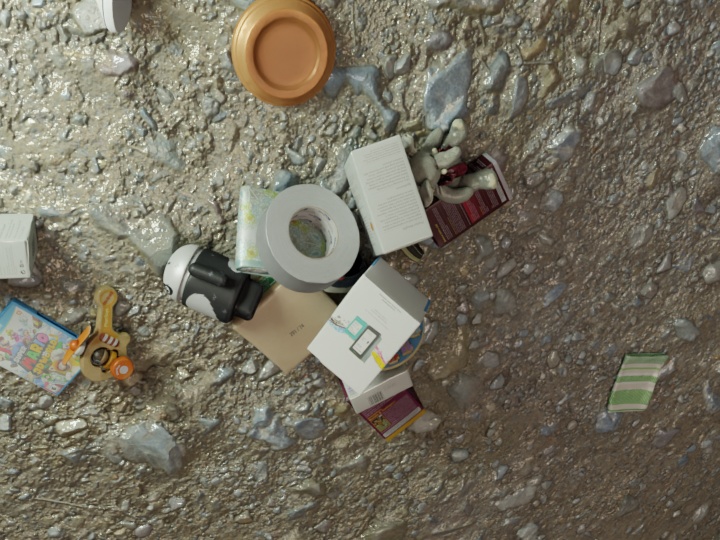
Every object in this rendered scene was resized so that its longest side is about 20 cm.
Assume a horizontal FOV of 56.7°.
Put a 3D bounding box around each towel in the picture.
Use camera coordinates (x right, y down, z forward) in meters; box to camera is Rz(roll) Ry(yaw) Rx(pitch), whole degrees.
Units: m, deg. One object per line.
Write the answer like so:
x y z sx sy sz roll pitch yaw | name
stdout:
-0.153 -0.070 1.345 0.196 0.175 0.048 9 159 -24 | towel
0.813 0.333 1.966 0.149 0.024 0.204 1 118 -18 | towel

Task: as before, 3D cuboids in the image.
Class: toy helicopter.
-0.536 0.130 1.368 0.130 0.078 0.205 -1 104 -37 | toy helicopter

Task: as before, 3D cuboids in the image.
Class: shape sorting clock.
0.047 0.131 1.494 0.197 0.202 0.039 -25 146 -2 | shape sorting clock

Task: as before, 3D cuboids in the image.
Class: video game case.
-0.669 0.162 1.378 0.143 0.018 0.199 -44 122 9 | video game case

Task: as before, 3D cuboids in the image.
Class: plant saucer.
-0.137 -0.400 1.226 0.195 0.038 0.204 -9 121 -14 | plant saucer

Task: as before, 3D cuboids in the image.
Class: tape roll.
-0.102 -0.063 1.303 0.196 0.205 0.066 10 158 -23 | tape roll

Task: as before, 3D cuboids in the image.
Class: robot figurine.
-0.297 0.030 1.342 0.196 0.126 0.152 23 123 -4 | robot figurine

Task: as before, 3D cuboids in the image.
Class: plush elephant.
0.157 -0.210 1.349 0.197 0.155 0.168 -25 83 14 | plush elephant

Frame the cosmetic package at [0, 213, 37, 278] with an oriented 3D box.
-0.695 -0.043 1.198 0.195 0.113 0.083 -1 120 -20 | cosmetic package

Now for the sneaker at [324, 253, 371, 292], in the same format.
0.000 0.000 1.443 0.197 0.076 0.085 -5 140 -44 | sneaker

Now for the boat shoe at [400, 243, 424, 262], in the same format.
0.087 -0.101 1.449 0.066 0.072 0.201 -37 119 11 | boat shoe

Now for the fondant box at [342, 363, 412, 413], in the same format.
0.018 0.208 1.523 0.142 0.201 0.059 -25 130 -2 | fondant box

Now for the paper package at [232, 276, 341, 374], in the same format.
-0.156 0.091 1.459 0.199 0.104 0.191 -40 123 7 | paper package

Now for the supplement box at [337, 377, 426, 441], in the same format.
0.052 0.304 1.648 0.130 0.104 0.201 -36 124 5 | supplement box

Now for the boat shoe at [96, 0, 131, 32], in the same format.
-0.416 -0.491 1.071 0.068 0.071 0.204 10 122 8 | boat shoe

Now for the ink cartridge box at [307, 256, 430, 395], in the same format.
0.019 0.109 1.338 0.145 0.147 0.201 39 111 2 | ink cartridge box

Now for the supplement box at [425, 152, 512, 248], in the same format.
0.225 -0.154 1.471 0.198 0.061 0.110 -34 123 1 | supplement box

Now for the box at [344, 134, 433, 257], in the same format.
0.051 -0.141 1.320 0.104 0.152 0.204 -19 91 -7 | box
